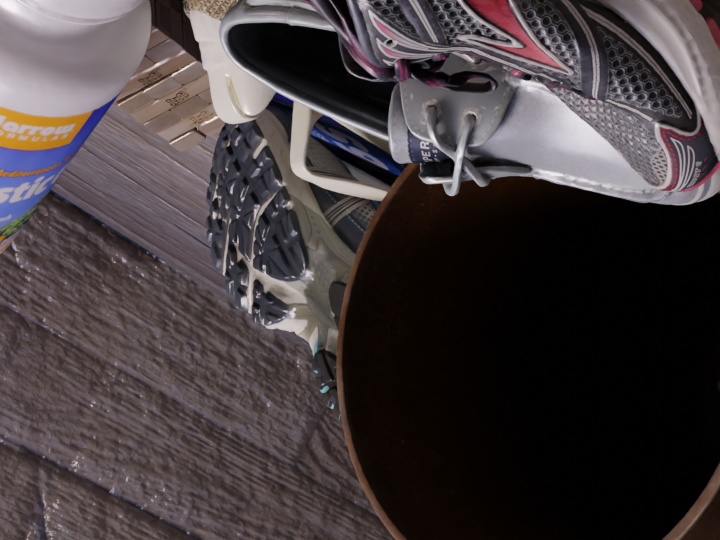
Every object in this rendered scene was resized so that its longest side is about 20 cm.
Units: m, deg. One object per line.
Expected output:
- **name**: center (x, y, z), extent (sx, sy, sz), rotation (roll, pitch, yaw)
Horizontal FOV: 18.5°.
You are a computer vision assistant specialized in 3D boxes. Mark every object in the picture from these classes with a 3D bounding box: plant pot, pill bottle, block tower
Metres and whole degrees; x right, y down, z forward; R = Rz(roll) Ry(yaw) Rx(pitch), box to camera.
- **plant pot**: center (0.124, 0.040, 0.871), extent (0.186, 0.188, 0.199), rotation (25, -173, 39)
- **pill bottle**: center (-0.155, -0.093, 0.920), extent (0.112, 0.112, 0.200), rotation (30, 137, -13)
- **block tower**: center (-0.128, -0.131, 1.019), extent (0.054, 0.058, 0.200), rotation (-25, 143, 26)

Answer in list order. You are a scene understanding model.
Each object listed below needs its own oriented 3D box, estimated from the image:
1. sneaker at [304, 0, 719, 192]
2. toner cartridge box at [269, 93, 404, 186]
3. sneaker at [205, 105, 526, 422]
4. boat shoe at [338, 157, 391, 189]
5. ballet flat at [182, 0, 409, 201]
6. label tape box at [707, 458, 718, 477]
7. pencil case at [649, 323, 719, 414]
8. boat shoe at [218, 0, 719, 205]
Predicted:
- **sneaker**: center (0.030, -0.080, 0.647), extent (0.200, 0.075, 0.081), rotation (34, 173, -27)
- **toner cartridge box**: center (0.016, -0.060, 1.082), extent (0.095, 0.043, 0.200), rotation (26, 173, 33)
- **sneaker**: center (0.000, 0.000, 0.977), extent (0.086, 0.078, 0.200), rotation (-7, -133, -34)
- **boat shoe**: center (0.001, -0.009, 1.050), extent (0.199, 0.066, 0.074), rotation (25, 174, 26)
- **ballet flat**: center (-0.015, -0.077, 0.922), extent (0.199, 0.076, 0.068), rotation (33, 174, -26)
- **label tape box**: center (0.249, 0.149, 0.974), extent (0.199, 0.066, 0.143), rotation (9, -155, -24)
- **pencil case**: center (0.093, 0.042, 1.060), extent (0.199, 0.089, 0.088), rotation (5, 159, 44)
- **boat shoe**: center (0.034, -0.059, 0.765), extent (0.200, 0.072, 0.070), rotation (27, 149, 33)
